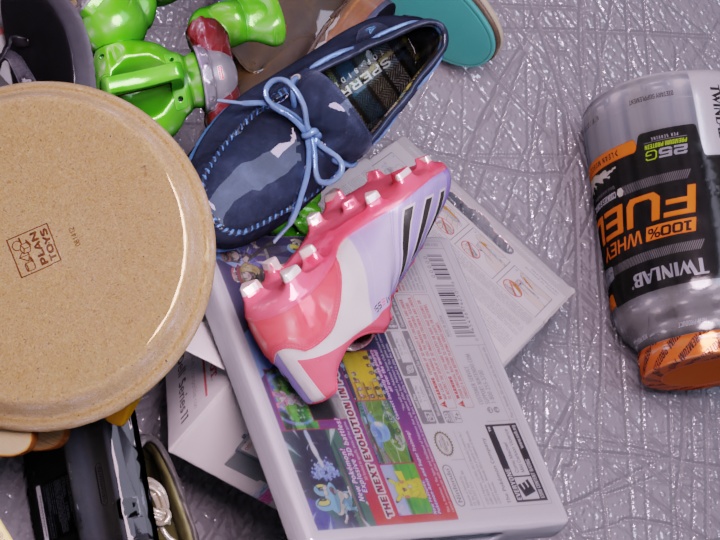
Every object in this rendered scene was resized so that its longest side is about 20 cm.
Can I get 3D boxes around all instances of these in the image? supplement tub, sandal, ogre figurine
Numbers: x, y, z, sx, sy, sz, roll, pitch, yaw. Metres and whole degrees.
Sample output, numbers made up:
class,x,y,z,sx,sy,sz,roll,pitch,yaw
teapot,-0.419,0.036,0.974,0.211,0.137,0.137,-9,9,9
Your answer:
class,x,y,z,sx,sy,sz,roll,pitch,yaw
supplement tub,0.224,-0.026,1.665,0.122,0.122,0.201,5,68,-36
sandal,-0.180,-0.074,1.381,0.043,0.076,0.201,-1,73,-34
ogre figurine,-0.100,-0.111,1.417,0.119,0.098,0.201,-11,101,-17

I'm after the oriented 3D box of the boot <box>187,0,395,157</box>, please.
class,x,y,z,sx,sy,sz,roll,pitch,yaw
boot,-0.074,-0.124,1.530,0.097,0.075,0.200,36,61,12

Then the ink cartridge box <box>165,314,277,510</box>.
class,x,y,z,sx,sy,sz,roll,pitch,yaw
ink cartridge box,-0.050,0.076,1.421,0.199,0.067,0.117,32,25,-24

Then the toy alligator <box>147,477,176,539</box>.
class,x,y,z,sx,sy,sz,roll,pitch,yaw
toy alligator,-0.057,0.190,1.314,0.059,0.054,0.200,-36,91,-36

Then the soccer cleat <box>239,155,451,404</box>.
class,x,y,z,sx,sy,sz,roll,pitch,yaw
soccer cleat,0.000,0.000,1.369,0.200,0.066,0.077,-44,114,-52

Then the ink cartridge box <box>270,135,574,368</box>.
class,x,y,z,sx,sy,sz,roll,pitch,yaw
ink cartridge box,0.038,0.003,1.533,0.161,0.050,0.200,43,25,5

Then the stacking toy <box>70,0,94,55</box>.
class,x,y,z,sx,sy,sz,roll,pitch,yaw
stacking toy,-0.185,-0.214,1.449,0.146,0.146,0.201,-25,107,-41

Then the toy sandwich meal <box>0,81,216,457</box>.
class,x,y,z,sx,sy,sz,roll,pitch,yaw
toy sandwich meal,-0.169,0.002,1.278,0.204,0.070,0.207,0,79,2

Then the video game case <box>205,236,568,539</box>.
class,x,y,z,sx,sy,sz,roll,pitch,yaw
video game case,0.009,0.067,1.371,0.181,0.023,0.201,0,56,-36

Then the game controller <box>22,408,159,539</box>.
class,x,y,z,sx,sy,sz,roll,pitch,yaw
game controller,-0.149,0.125,1.328,0.042,0.104,0.201,-3,74,-30

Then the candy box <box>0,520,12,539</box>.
class,x,y,z,sx,sy,sz,roll,pitch,yaw
candy box,-0.196,0.240,1.278,0.115,0.055,0.201,-33,93,-39

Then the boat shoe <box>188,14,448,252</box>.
class,x,y,z,sx,sy,sz,roll,pitch,yaw
boat shoe,-0.027,-0.090,1.367,0.084,0.069,0.200,49,58,-15

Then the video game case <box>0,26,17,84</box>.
class,x,y,z,sx,sy,sz,roll,pitch,yaw
video game case,-0.237,-0.050,1.390,0.200,0.017,0.144,-28,90,-41

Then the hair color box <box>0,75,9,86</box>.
class,x,y,z,sx,sy,sz,roll,pitch,yaw
hair color box,-0.287,-0.066,1.307,0.099,0.061,0.200,49,52,-11

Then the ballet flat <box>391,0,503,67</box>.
class,x,y,z,sx,sy,sz,roll,pitch,yaw
ballet flat,0.017,-0.211,1.623,0.199,0.069,0.070,32,56,-24

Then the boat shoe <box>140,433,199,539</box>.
class,x,y,z,sx,sy,sz,roll,pitch,yaw
boat shoe,-0.114,0.189,1.354,0.071,0.066,0.202,-7,76,-39
